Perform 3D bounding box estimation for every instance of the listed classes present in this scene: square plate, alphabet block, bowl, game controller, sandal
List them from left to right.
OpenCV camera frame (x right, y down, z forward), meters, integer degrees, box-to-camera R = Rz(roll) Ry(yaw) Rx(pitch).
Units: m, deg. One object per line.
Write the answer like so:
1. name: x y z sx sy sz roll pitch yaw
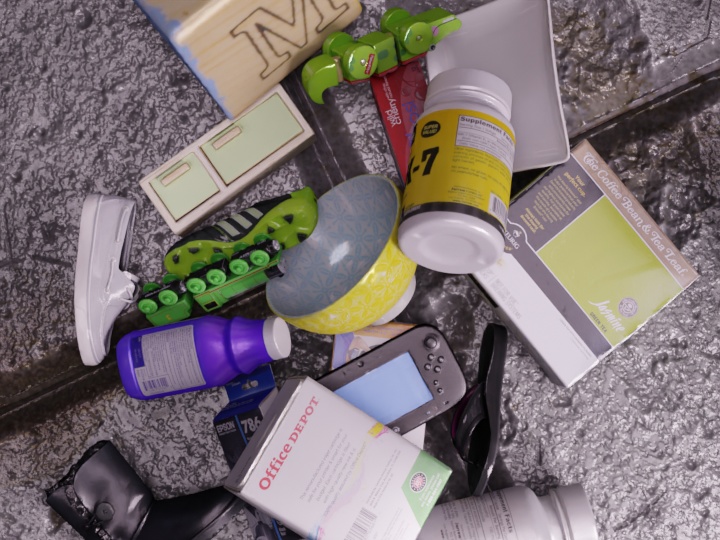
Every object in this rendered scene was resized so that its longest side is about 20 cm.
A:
1. alphabet block: -0.146 -0.327 1.442 0.200 0.196 0.196 -39 67 -1
2. bowl: 0.000 0.000 1.479 0.108 0.200 0.200 41 88 -31
3. game controller: 0.020 0.144 1.487 0.199 0.042 0.105 -28 88 0
4. sandal: 0.132 0.159 1.503 0.048 0.075 0.201 10 74 -9
5. square plate: 0.157 -0.205 1.487 0.028 0.200 0.199 -4 86 -41

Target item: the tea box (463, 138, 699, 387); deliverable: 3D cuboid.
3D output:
1. tea box: 0.236 -0.007 1.483 0.197 0.134 0.200 -39 88 0

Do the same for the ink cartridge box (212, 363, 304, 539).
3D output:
1. ink cartridge box: -0.112 0.214 1.497 0.039 0.099 0.201 -16 85 -43

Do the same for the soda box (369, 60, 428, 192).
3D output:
1. soda box: 0.069 -0.134 1.507 0.063 0.070 0.201 -18 78 0

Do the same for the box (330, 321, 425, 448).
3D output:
1. box: 0.019 0.159 1.525 0.118 0.041 0.201 6 86 0

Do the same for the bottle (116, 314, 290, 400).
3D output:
1. bottle: -0.178 0.094 1.489 0.199 0.065 0.084 -13 91 18

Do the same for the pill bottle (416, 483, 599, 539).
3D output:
1. pill bottle: 0.164 0.307 1.481 0.199 0.114 0.115 -13 88 0

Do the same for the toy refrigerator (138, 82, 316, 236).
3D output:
1. toy refrigerator: -0.153 -0.128 1.522 0.200 0.070 0.076 -35 88 -1

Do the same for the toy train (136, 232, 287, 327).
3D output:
1. toy train: -0.169 0.015 1.492 0.199 0.042 0.056 -22 126 23

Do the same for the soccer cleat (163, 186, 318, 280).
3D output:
1. soccer cleat: -0.136 -0.040 1.524 0.199 0.081 0.068 -20 117 19

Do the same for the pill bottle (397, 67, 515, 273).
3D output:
1. pill bottle: 0.107 -0.109 1.399 0.114 0.114 0.201 9 63 1

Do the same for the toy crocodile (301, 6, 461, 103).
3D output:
1. toy crocodile: 0.024 -0.249 1.480 0.199 0.067 0.062 -26 125 -19

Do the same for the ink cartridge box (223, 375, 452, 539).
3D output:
1. ink cartridge box: -0.026 0.226 1.421 0.200 0.087 0.146 34 76 -13

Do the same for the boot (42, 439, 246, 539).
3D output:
1. boot: -0.248 0.260 1.495 0.200 0.076 0.168 -38 90 13

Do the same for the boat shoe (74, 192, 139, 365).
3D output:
1. boat shoe: -0.292 0.011 1.523 0.068 0.072 0.201 2 79 1
